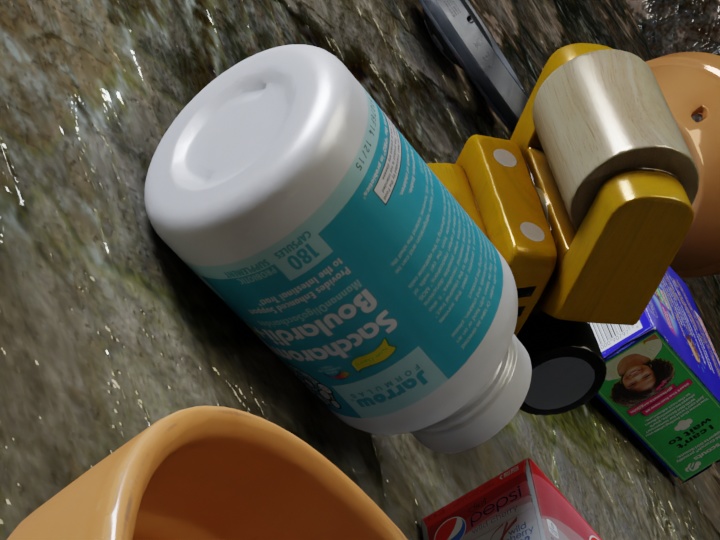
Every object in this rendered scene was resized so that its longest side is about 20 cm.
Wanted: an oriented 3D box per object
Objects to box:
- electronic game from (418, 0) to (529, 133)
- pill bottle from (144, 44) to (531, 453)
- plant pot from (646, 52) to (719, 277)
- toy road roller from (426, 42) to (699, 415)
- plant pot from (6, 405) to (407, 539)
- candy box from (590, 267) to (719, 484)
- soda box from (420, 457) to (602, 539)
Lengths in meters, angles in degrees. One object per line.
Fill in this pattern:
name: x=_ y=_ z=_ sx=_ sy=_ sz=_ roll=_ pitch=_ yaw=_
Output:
electronic game: x=0.078 y=-0.198 z=1.536 sx=0.201 sy=0.041 sz=0.200 roll=55 pitch=9 yaw=-13
pill bottle: x=0.000 y=0.000 z=0.859 sx=0.200 sy=0.110 sz=0.111 roll=47 pitch=21 yaw=-34
plant pot: x=0.264 y=-0.086 z=1.637 sx=0.140 sy=0.199 sz=0.201 roll=-15 pitch=74 yaw=-56
toy road roller: x=0.075 y=-0.022 z=1.003 sx=0.145 sy=0.201 sz=0.124 roll=7 pitch=42 yaw=-23
plant pot: x=-0.046 y=0.152 z=0.421 sx=0.200 sy=0.139 sz=0.201 roll=51 pitch=18 yaw=-24
candy box: x=0.214 y=0.045 z=1.462 sx=0.200 sy=0.077 sz=0.170 roll=41 pitch=24 yaw=-45
soda box: x=0.114 y=0.186 z=0.944 sx=0.200 sy=0.070 sz=0.064 roll=49 pitch=19 yaw=-32
